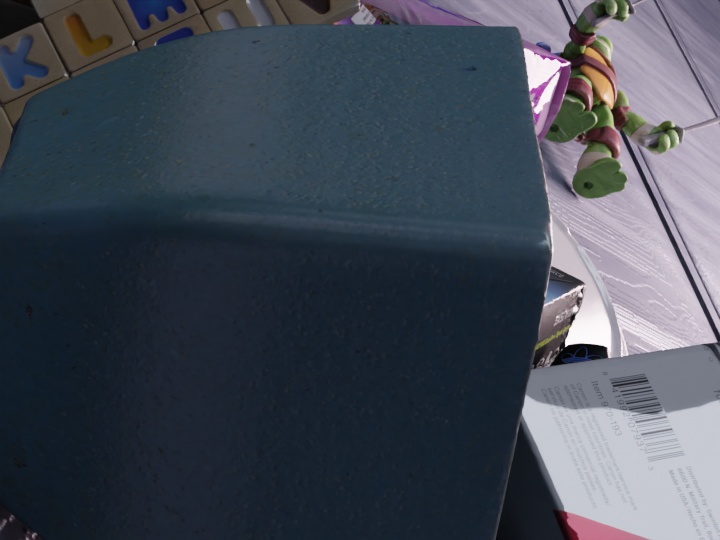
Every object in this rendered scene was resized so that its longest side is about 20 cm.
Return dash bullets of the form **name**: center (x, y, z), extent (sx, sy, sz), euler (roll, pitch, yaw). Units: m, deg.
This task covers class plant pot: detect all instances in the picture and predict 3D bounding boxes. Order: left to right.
- **plant pot**: center (-0.045, 0.017, 0.771), extent (0.200, 0.196, 0.196), euler (7, 29, -3)

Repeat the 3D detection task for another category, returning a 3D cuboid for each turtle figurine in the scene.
- **turtle figurine**: center (0.237, -0.164, 1.748), extent (0.200, 0.144, 0.194), euler (11, 40, 11)

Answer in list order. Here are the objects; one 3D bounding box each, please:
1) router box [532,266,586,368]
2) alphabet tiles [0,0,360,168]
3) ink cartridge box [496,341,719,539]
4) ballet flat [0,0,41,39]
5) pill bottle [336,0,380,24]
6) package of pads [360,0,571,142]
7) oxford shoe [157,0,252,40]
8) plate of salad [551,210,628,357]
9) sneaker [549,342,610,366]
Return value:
- **router box**: center (0.000, 0.000, 0.993), extent (0.200, 0.062, 0.150), euler (27, 14, 14)
- **alphabet tiles**: center (-0.110, -0.115, 0.909), extent (0.167, 0.200, 0.008), euler (60, -8, 25)
- **ink cartridge box**: center (0.156, 0.113, 0.896), extent (0.200, 0.083, 0.145), euler (-6, 59, -28)
- **ballet flat**: center (-0.136, -0.108, 0.986), extent (0.200, 0.064, 0.067), euler (11, 11, -18)
- **pill bottle**: center (0.004, -0.070, 1.168), extent (0.200, 0.111, 0.111), euler (47, 20, -9)
- **package of pads**: center (0.025, -0.142, 1.286), extent (0.200, 0.076, 0.120), euler (26, 12, 25)
- **oxford shoe**: center (-0.059, -0.089, 0.931), extent (0.071, 0.071, 0.200), euler (-17, 60, -21)
- **plate of salad**: center (0.119, 0.018, 1.355), extent (0.200, 0.048, 0.200), euler (39, 33, -32)
- **sneaker**: center (0.127, 0.121, 1.040), extent (0.200, 0.070, 0.078), euler (74, 30, -49)
